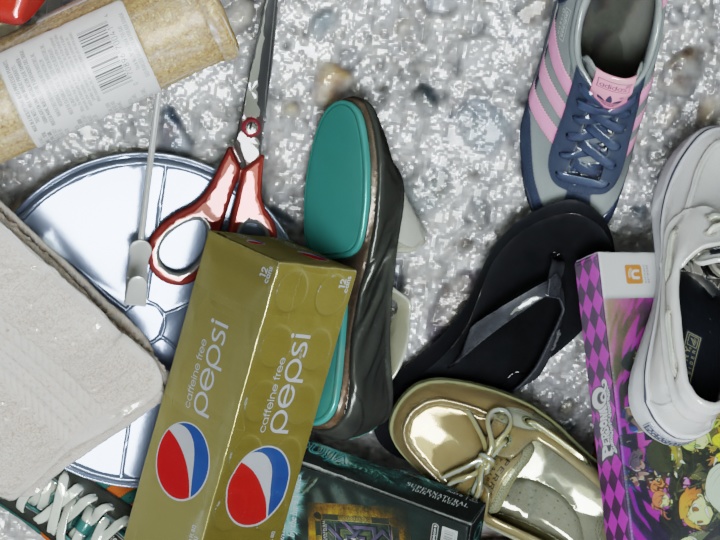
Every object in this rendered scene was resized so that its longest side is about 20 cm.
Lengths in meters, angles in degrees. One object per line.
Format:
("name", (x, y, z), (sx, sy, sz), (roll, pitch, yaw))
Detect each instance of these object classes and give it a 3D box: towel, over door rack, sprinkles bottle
("towel", (-0.209, 0.044, 1.604), (0.132, 0.035, 0.200), (-36, 127, 13))
("over door rack", (-0.184, -0.091, 1.633), (0.147, 0.067, 0.202), (7, 97, -4))
("sprinkles bottle", (-0.168, -0.107, 1.564), (0.199, 0.068, 0.069), (-25, 108, -1))

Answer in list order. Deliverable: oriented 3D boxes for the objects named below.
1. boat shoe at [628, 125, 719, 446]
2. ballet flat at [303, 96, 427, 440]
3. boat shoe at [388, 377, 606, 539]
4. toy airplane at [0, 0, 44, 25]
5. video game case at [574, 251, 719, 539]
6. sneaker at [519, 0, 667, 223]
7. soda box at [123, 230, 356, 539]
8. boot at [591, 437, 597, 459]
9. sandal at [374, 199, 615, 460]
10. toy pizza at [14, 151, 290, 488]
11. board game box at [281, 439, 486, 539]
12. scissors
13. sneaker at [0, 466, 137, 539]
("boat shoe", (0.200, 0.000, 1.617), (0.072, 0.066, 0.201), (25, 62, -13))
("ballet flat", (0.000, 0.000, 1.677), (0.068, 0.068, 0.202), (7, 89, -41))
("boat shoe", (0.107, 0.130, 1.672), (0.200, 0.063, 0.073), (35, 95, -3))
("toy airplane", (-0.166, -0.250, 1.567), (0.198, 0.141, 0.201), (-32, 71, -4))
("video game case", (0.221, 0.088, 1.663), (0.180, 0.036, 0.202), (0, 77, -24))
("sneaker", (0.135, -0.101, 1.646), (0.070, 0.082, 0.201), (4, 113, -5))
("soda box", (-0.071, 0.082, 1.638), (0.067, 0.064, 0.201), (6, 102, -47))
("boot", (0.154, 0.128, 1.736), (0.198, 0.074, 0.156), (-2, 102, -5))
("sandal", (0.086, 0.045, 1.697), (0.076, 0.043, 0.200), (29, 113, -22))
("toy pizza", (-0.130, 0.029, 1.690), (0.199, 0.032, 0.202), (-1, 98, -6))
("board game box", (-0.001, 0.203, 1.713), (0.134, 0.028, 0.201), (19, 125, 17))
("scissors", (-0.061, -0.070, 1.664), (0.073, 0.014, 0.201), (24, 92, -7))
("sneaker", (-0.151, 0.153, 1.711), (0.199, 0.080, 0.072), (31, 106, -12))
